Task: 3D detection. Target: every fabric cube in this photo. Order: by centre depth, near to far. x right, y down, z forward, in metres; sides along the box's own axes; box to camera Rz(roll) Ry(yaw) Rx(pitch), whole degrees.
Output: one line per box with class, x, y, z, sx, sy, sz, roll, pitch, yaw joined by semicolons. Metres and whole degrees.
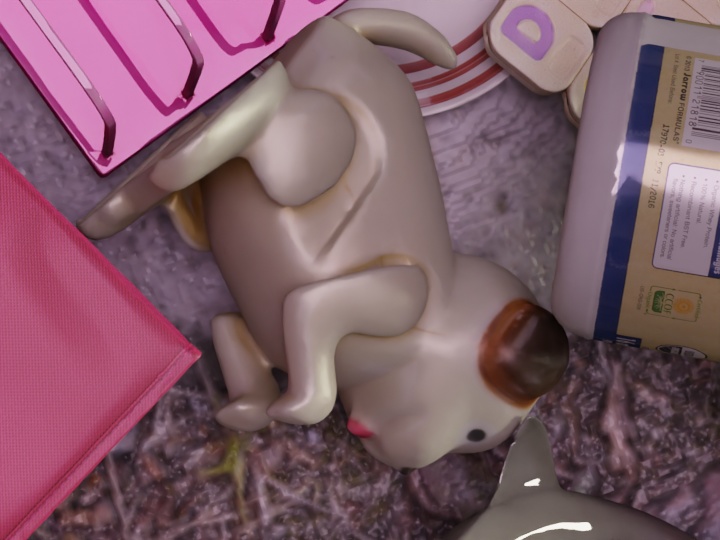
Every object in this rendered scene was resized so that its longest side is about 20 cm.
fabric cube;-0.211;0.039;1.048;0.199;0.200;0.196;45;80;-4

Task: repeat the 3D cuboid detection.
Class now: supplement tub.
supplement tub;0.190;-0.027;1.073;0.199;0.144;0.145;10;84;6

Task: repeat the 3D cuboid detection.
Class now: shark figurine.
shark figurine;0.068;0.112;1.090;0.128;0.214;0.090;16;103;28

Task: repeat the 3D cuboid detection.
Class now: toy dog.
toy dog;0.000;0.000;1.123;0.200;0.139;0.194;51;54;-8

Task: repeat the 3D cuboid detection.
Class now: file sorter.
file sorter;-0.073;-0.161;1.099;0.200;0.125;0.139;-37;91;-9

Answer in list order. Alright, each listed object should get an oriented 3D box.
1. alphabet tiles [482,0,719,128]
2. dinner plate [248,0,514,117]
alphabet tiles;0.147;-0.157;1.193;0.195;0.015;0.200;38;76;-10
dinner plate;0.008;-0.170;1.186;0.199;0.024;0.201;1;85;-8
